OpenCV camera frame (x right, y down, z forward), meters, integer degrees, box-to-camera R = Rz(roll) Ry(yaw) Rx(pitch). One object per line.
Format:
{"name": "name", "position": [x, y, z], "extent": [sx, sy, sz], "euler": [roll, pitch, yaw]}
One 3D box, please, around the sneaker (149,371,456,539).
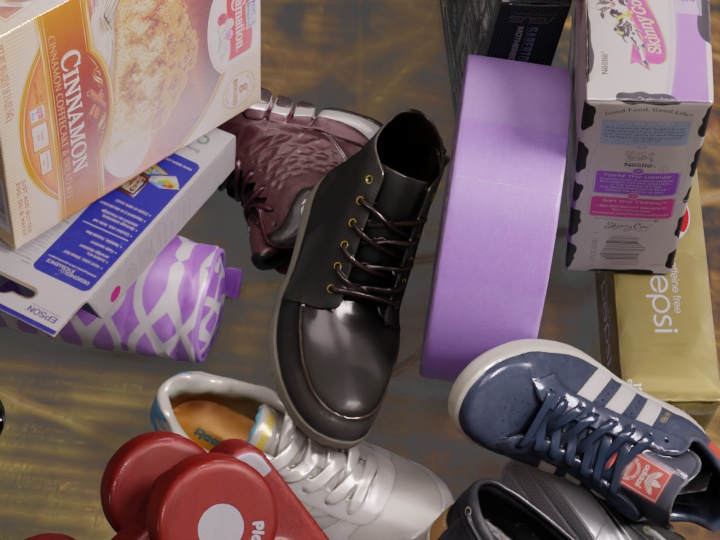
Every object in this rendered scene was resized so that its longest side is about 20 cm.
{"name": "sneaker", "position": [-0.037, 0.121, 1.007], "extent": [0.199, 0.081, 0.077], "euler": [18, 64, 9]}

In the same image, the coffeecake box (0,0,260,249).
{"name": "coffeecake box", "position": [-0.154, -0.131, 0.983], "extent": [0.073, 0.154, 0.200], "euler": [35, 54, 28]}

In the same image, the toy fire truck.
{"name": "toy fire truck", "position": [-0.095, 0.192, 0.886], "extent": [0.200, 0.112, 0.168], "euler": [-43, 108, -18]}

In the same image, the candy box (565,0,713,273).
{"name": "candy box", "position": [0.162, -0.117, 0.996], "extent": [0.071, 0.200, 0.169], "euler": [2, 63, 5]}

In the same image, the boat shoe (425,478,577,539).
{"name": "boat shoe", "position": [0.125, 0.190, 0.932], "extent": [0.200, 0.062, 0.075], "euler": [37, 34, 20]}

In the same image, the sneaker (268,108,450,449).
{"name": "sneaker", "position": [0.000, 0.000, 0.993], "extent": [0.074, 0.106, 0.201], "euler": [16, 55, -19]}

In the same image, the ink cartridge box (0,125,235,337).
{"name": "ink cartridge box", "position": [-0.167, -0.033, 1.019], "extent": [0.094, 0.037, 0.200], "euler": [24, 47, 16]}

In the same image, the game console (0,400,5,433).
{"name": "game console", "position": [-0.268, 0.076, 0.953], "extent": [0.176, 0.200, 0.116], "euler": [41, 31, 13]}

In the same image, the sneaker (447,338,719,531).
{"name": "sneaker", "position": [0.142, 0.101, 0.950], "extent": [0.199, 0.075, 0.085], "euler": [18, 19, -32]}

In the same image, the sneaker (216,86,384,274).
{"name": "sneaker", "position": [-0.082, -0.061, 1.105], "extent": [0.199, 0.076, 0.116], "euler": [11, 66, 2]}

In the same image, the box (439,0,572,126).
{"name": "box", "position": [0.091, -0.204, 1.125], "extent": [0.051, 0.158, 0.201], "euler": [1, 57, -8]}

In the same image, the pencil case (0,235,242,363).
{"name": "pencil case", "position": [-0.183, 0.003, 1.067], "extent": [0.199, 0.086, 0.084], "euler": [14, 104, 5]}

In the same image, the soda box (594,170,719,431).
{"name": "soda box", "position": [0.189, 0.007, 1.084], "extent": [0.064, 0.068, 0.201], "euler": [0, 63, -1]}

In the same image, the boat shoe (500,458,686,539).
{"name": "boat shoe", "position": [0.167, 0.184, 1.003], "extent": [0.071, 0.072, 0.200], "euler": [-29, 72, -37]}

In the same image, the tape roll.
{"name": "tape roll", "position": [0.082, -0.029, 1.023], "extent": [0.065, 0.200, 0.201], "euler": [9, 63, 2]}
